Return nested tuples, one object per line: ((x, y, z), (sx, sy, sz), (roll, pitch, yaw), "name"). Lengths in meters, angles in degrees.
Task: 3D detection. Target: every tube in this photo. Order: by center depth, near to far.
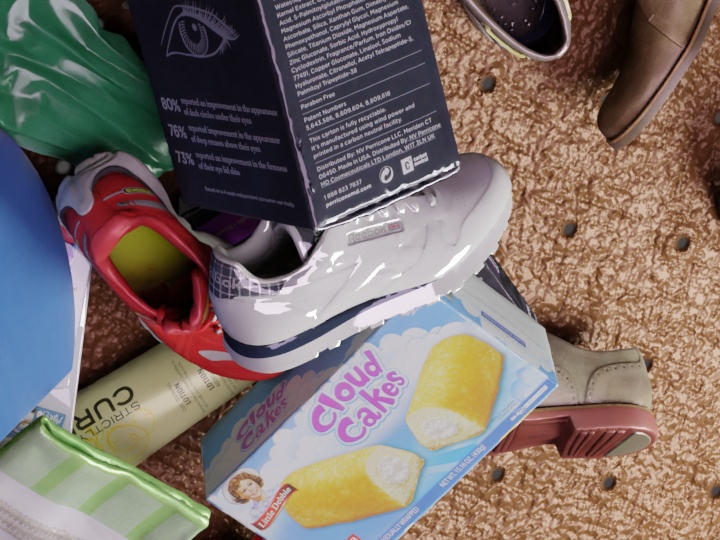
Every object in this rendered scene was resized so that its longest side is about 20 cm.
((-0.146, 0.093, 1.753), (0.199, 0.058, 0.052), (-32, 157, -2), "tube")

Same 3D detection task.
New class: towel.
((-0.204, 0.181, 1.700), (0.200, 0.031, 0.149), (-42, 131, 21), "towel")

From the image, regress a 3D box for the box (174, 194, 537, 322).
((0.000, 0.000, 1.735), (0.142, 0.036, 0.200), (-29, 118, 14), "box")

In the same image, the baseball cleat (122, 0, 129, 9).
((-0.050, -0.163, 1.677), (0.199, 0.070, 0.107), (26, 94, -41), "baseball cleat")

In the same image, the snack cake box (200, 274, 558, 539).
((0.009, 0.086, 1.729), (0.115, 0.067, 0.200), (34, 114, -24), "snack cake box")

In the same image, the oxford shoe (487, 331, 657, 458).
((0.094, 0.077, 1.855), (0.198, 0.075, 0.071), (6, 154, -15), "oxford shoe")

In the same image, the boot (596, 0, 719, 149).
((0.187, -0.174, 1.780), (0.075, 0.074, 0.201), (25, 97, -12), "boot")

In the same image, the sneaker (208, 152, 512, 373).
((0.003, -0.020, 1.624), (0.199, 0.076, 0.081), (-32, 131, -22), "sneaker")

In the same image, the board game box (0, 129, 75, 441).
((-0.225, 0.013, 1.576), (0.039, 0.200, 0.159), (-7, 110, 24), "board game box")

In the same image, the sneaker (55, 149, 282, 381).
((-0.104, 0.016, 1.656), (0.077, 0.085, 0.200), (-41, 130, 9), "sneaker")

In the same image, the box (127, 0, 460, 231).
((-0.046, -0.137, 1.553), (0.104, 0.148, 0.201), (-24, 110, -29), "box")

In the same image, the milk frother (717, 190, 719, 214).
((0.365, -0.039, 1.881), (0.200, 0.180, 0.188), (49, 50, -5), "milk frother")

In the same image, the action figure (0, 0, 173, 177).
((-0.162, -0.102, 1.653), (0.199, 0.055, 0.119), (28, 98, -38), "action figure")

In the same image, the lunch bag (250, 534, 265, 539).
((-0.076, 0.267, 1.813), (0.200, 0.082, 0.176), (-46, 140, -13), "lunch bag")

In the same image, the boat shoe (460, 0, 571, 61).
((0.065, -0.206, 1.704), (0.072, 0.060, 0.200), (-38, 122, -3), "boat shoe")

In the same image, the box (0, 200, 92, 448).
((-0.243, 0.057, 1.678), (0.155, 0.041, 0.202), (3, 106, -20), "box")
